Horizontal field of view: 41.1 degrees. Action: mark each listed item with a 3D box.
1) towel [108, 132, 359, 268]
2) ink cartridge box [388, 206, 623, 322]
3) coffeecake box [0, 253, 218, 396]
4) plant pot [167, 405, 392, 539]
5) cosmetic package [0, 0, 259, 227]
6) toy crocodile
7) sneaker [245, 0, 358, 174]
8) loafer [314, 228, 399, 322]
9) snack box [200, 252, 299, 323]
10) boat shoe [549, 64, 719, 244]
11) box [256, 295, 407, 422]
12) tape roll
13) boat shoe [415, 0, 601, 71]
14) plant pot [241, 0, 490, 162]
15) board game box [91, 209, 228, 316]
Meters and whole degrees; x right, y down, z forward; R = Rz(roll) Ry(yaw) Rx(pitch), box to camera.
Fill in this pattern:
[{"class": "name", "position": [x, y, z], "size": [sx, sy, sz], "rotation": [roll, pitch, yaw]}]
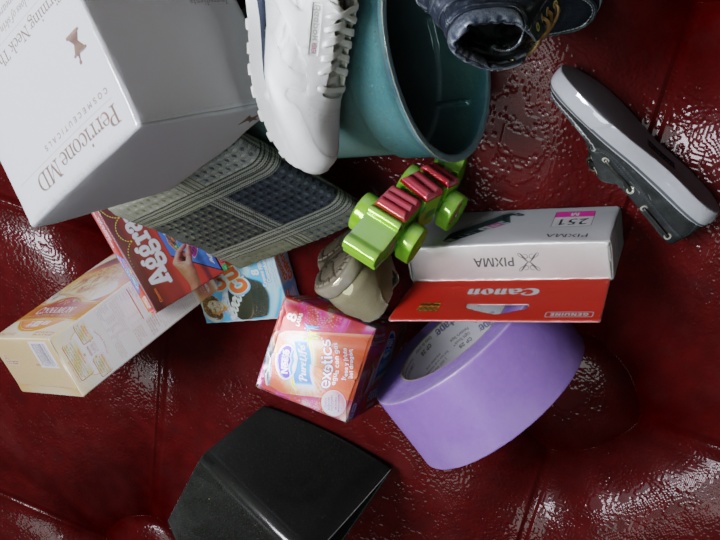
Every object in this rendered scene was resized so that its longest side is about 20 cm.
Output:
[{"class": "towel", "position": [-0.121, -0.068, 0.947], "size": [0.198, 0.035, 0.191], "rotation": [-19, 150, 37]}, {"class": "ink cartridge box", "position": [0.137, -0.008, 0.902], "size": [0.196, 0.174, 0.044], "rotation": [-1, 112, 22]}, {"class": "coffeecake box", "position": [-0.280, 0.048, 1.059], "size": [0.152, 0.200, 0.074], "rotation": [-5, 118, 47]}, {"class": "plant pot", "position": [-0.112, 0.289, 1.156], "size": [0.177, 0.199, 0.202], "rotation": [38, 124, 13]}, {"class": "cosmetic package", "position": [-0.201, -0.174, 0.763], "size": [0.166, 0.165, 0.203], "rotation": [-30, 86, 38]}, {"class": "toy crocodile", "position": [0.048, -0.063, 0.900], "size": [0.067, 0.199, 0.062], "rotation": [35, 132, 16]}, {"class": "sneaker", "position": [-0.039, -0.177, 0.742], "size": [0.079, 0.076, 0.204], "rotation": [-7, 98, 25]}, {"class": "loafer", "position": [0.000, 0.000, 0.948], "size": [0.075, 0.200, 0.069], "rotation": [-37, 101, 18]}, {"class": "snack box", "position": [-0.147, -0.040, 1.082], "size": [0.114, 0.037, 0.203], "rotation": [-5, 114, 24]}, {"class": "boat shoe", "position": [0.240, -0.102, 0.878], "size": [0.199, 0.069, 0.057], "rotation": [42, 124, -5]}, {"class": "box", "position": [-0.023, 0.084, 0.991], "size": [0.098, 0.200, 0.097], "rotation": [18, 92, 12]}, {"class": "tape roll", "position": [0.116, 0.095, 0.949], "size": [0.199, 0.200, 0.085], "rotation": [-33, 102, 32]}, {"class": "boat shoe", "position": [0.134, -0.205, 0.790], "size": [0.071, 0.197, 0.092], "rotation": [-55, 47, 44]}, {"class": "plant pot", "position": [-0.010, -0.185, 0.871], "size": [0.193, 0.200, 0.203], "rotation": [-6, 114, 32]}, {"class": "board game box", "position": [-0.229, -0.065, 1.015], "size": [0.019, 0.102, 0.202], "rotation": [-23, 98, 54]}]
